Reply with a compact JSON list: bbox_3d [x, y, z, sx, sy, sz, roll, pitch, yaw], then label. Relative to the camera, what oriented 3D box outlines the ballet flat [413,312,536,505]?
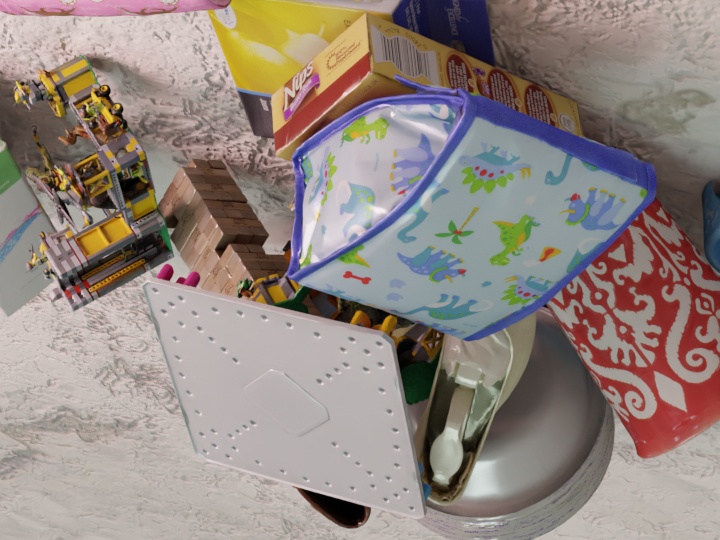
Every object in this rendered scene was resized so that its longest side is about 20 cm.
[{"bbox_3d":[0.081,0.088,1.408,0.069,0.070,0.202,16,115,2],"label":"ballet flat"}]

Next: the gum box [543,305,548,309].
[{"bbox_3d":[0.158,0.009,1.582,0.169,0.045,0.200,27,153,-18],"label":"gum box"}]

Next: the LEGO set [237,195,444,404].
[{"bbox_3d":[0.000,0.000,1.455,0.198,0.155,0.116,18,-159,-30],"label":"LEGO set"}]

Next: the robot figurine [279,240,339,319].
[{"bbox_3d":[-0.048,0.016,1.616,0.058,0.145,0.199,44,136,-15],"label":"robot figurine"}]

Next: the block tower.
[{"bbox_3d":[-0.100,-0.003,1.550,0.054,0.201,0.058,1,133,-44],"label":"block tower"}]

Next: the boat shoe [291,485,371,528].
[{"bbox_3d":[-0.035,0.143,1.518,0.070,0.071,0.200,-18,144,16],"label":"boat shoe"}]

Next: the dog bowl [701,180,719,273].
[{"bbox_3d":[0.314,-0.045,1.376,0.110,0.050,0.200,19,153,-2],"label":"dog bowl"}]

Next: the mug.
[{"bbox_3d":[0.203,0.019,1.427,0.201,0.133,0.178,53,-178,-2],"label":"mug"}]

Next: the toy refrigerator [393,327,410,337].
[{"bbox_3d":[0.100,0.096,1.765,0.198,0.071,0.076,9,160,19],"label":"toy refrigerator"}]

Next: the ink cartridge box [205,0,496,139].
[{"bbox_3d":[-0.002,-0.148,1.378,0.198,0.047,0.198,11,153,16],"label":"ink cartridge box"}]

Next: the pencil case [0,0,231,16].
[{"bbox_3d":[-0.177,-0.220,1.302,0.198,0.088,0.083,1,170,28],"label":"pencil case"}]

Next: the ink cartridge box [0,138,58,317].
[{"bbox_3d":[-0.340,-0.073,1.616,0.145,0.087,0.200,45,169,27],"label":"ink cartridge box"}]

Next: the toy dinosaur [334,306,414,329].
[{"bbox_3d":[-0.014,0.060,1.626,0.077,0.200,0.103,36,114,9],"label":"toy dinosaur"}]

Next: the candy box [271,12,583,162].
[{"bbox_3d":[0.050,-0.102,1.348,0.199,0.057,0.116,16,144,-34],"label":"candy box"}]

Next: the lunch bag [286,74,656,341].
[{"bbox_3d":[0.072,-0.050,1.260,0.169,0.129,0.199,17,153,-33],"label":"lunch bag"}]

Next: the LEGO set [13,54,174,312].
[{"bbox_3d":[-0.238,-0.064,1.534,0.154,0.115,0.200,56,165,21],"label":"LEGO set"}]

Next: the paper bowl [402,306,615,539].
[{"bbox_3d":[0.103,0.114,1.539,0.199,0.202,0.105,7,152,20],"label":"paper bowl"}]

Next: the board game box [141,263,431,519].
[{"bbox_3d":[-0.050,0.089,1.384,0.198,0.026,0.201,13,139,23],"label":"board game box"}]
